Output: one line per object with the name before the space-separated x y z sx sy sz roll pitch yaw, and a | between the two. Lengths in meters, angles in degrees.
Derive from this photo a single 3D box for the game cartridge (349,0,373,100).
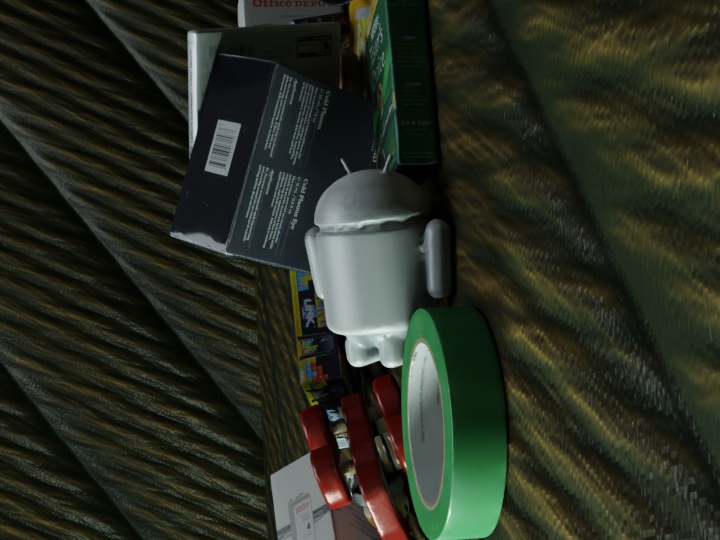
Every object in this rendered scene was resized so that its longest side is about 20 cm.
game cartridge | 0.011 -0.242 1.497 0.200 0.032 0.177 -140 49 -76

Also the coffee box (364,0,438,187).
coffee box | 0.039 -0.184 1.295 0.123 0.044 0.201 123 144 -74

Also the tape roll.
tape roll | 0.078 0.132 1.110 0.200 0.048 0.202 178 90 -81

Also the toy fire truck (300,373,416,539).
toy fire truck | 0.021 0.222 1.362 0.200 0.112 0.169 -110 -4 -64

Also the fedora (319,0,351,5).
fedora | -0.044 -0.390 1.405 0.200 0.091 0.202 -11 77 54

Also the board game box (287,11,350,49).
board game box | -0.100 -0.244 1.618 0.200 0.135 0.035 -43 81 32

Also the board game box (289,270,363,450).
board game box | -0.037 0.114 1.631 0.200 0.056 0.166 72 -170 -57

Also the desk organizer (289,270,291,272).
desk organizer | -0.048 -0.019 1.690 0.072 0.077 0.200 -61 -33 -30

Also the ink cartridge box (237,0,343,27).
ink cartridge box | -0.095 -0.286 1.784 0.088 0.144 0.201 144 124 -78

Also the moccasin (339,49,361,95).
moccasin | -0.063 -0.197 1.532 0.201 0.077 0.074 -37 55 52

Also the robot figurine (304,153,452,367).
robot figurine | 0.016 -0.010 1.227 0.113 0.169 0.201 -16 -78 -55

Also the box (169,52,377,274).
box | -0.080 -0.105 1.354 0.104 0.182 0.201 17 91 45

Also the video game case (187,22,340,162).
video game case | -0.103 -0.176 1.402 0.023 0.199 0.183 17 112 45

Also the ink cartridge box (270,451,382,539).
ink cartridge box | -0.018 0.319 1.420 0.146 0.083 0.201 41 -154 -40
